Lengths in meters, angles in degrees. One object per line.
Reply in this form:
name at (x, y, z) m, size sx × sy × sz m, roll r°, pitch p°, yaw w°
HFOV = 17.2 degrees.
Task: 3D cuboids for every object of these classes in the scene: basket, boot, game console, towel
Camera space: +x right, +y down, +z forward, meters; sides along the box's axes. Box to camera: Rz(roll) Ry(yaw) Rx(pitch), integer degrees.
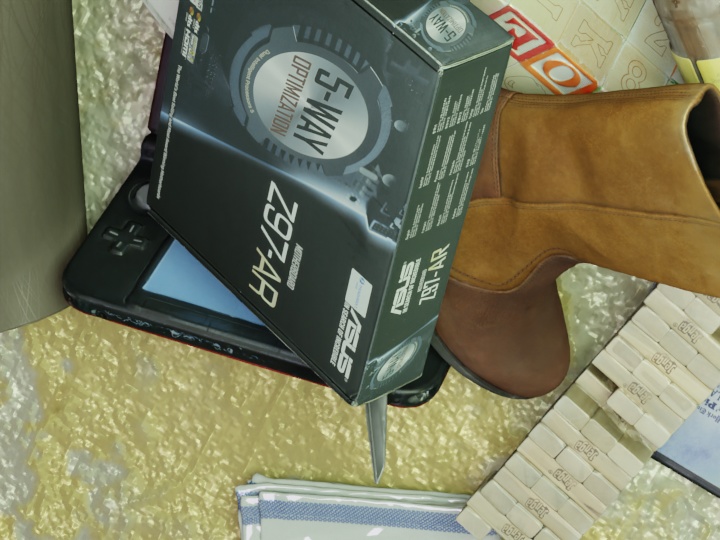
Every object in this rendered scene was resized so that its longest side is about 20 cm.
basket at (-0.216, -0.074, 1.222) m, size 0.180 × 0.136 × 0.200 m, roll -6°, pitch 106°, yaw 15°
boot at (0.109, -0.009, 1.054) m, size 0.200 × 0.068 × 0.188 m, roll 7°, pitch 127°, yaw 44°
game console at (-0.029, -0.049, 1.173) m, size 0.200 × 0.172 × 0.119 m, roll 16°, pitch 136°, yaw 15°
towel at (0.008, 0.208, 1.280) m, size 0.147 × 0.024 × 0.200 m, roll 2°, pitch 108°, yaw 16°

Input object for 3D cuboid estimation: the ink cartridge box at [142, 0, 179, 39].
ink cartridge box at (-0.037, -0.204, 1.130) m, size 0.200 × 0.050 × 0.109 m, roll -55°, pitch 41°, yaw 16°

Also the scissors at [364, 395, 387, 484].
scissors at (0.000, 0.000, 1.139) m, size 0.073 × 0.014 × 0.200 m, roll 11°, pitch 77°, yaw 10°

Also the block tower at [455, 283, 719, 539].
block tower at (0.132, 0.062, 1.158) m, size 0.058 × 0.054 × 0.200 m, roll 42°, pitch 114°, yaw 5°

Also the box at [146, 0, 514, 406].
box at (-0.020, -0.062, 1.056) m, size 0.160 × 0.044 × 0.200 m, roll 43°, pitch 139°, yaw 29°

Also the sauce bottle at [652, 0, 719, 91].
sauce bottle at (0.162, -0.098, 0.995) m, size 0.065 × 0.065 × 0.200 m, roll -15°, pitch 118°, yaw 22°

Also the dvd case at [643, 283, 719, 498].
dvd case at (0.215, 0.026, 1.159) m, size 0.143 × 0.018 × 0.200 m, roll 31°, pitch 112°, yaw 8°

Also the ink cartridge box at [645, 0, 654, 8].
ink cartridge box at (0.116, -0.184, 1.064) m, size 0.200 × 0.084 × 0.144 m, roll 21°, pitch 148°, yaw 12°

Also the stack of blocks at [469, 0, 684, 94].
stack of blocks at (0.076, -0.099, 1.084) m, size 0.200 × 0.059 × 0.115 m, roll 39°, pitch 151°, yaw -19°
